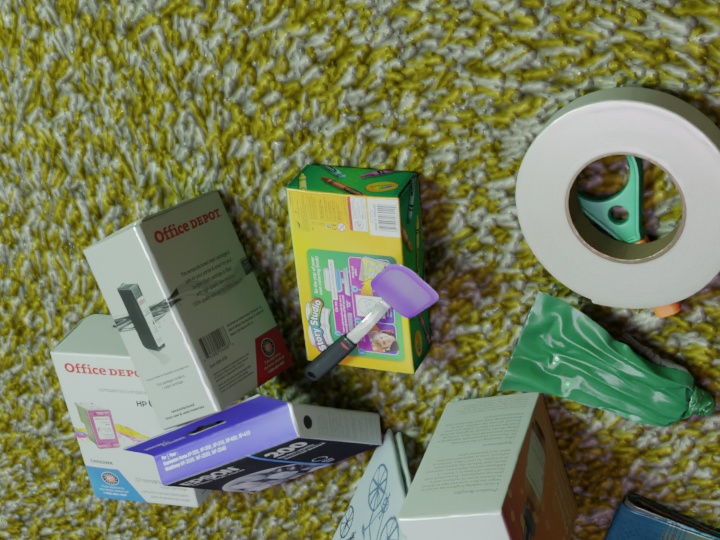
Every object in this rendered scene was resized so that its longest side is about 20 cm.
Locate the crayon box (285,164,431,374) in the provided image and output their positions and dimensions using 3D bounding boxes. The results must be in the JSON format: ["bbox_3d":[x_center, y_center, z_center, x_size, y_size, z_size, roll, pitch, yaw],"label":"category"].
[{"bbox_3d":[0.000,0.000,1.382,0.118,0.058,0.201,6,120,21],"label":"crayon box"}]

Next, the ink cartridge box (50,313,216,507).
[{"bbox_3d":[-0.247,0.157,1.568,0.144,0.085,0.201,1,117,24],"label":"ink cartridge box"}]

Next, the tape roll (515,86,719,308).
[{"bbox_3d":[0.236,-0.061,1.233,0.202,0.037,0.204,10,119,18],"label":"tape roll"}]

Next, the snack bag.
[{"bbox_3d":[0.008,0.294,1.455,0.021,0.189,0.201,19,112,-16],"label":"snack bag"}]

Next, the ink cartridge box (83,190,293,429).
[{"bbox_3d":[-0.171,0.037,1.405,0.084,0.144,0.201,-20,96,32],"label":"ink cartridge box"}]

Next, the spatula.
[{"bbox_3d":[0.001,0.056,1.365,0.056,0.021,0.200,42,128,-6],"label":"spatula"}]

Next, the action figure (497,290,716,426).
[{"bbox_3d":[0.244,0.098,1.334,0.199,0.055,0.118,21,123,3],"label":"action figure"}]

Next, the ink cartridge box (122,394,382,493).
[{"bbox_3d":[-0.111,0.186,1.468,0.198,0.200,0.044,-24,65,32],"label":"ink cartridge box"}]

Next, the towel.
[{"bbox_3d":[0.315,0.332,1.459,0.146,0.022,0.201,21,126,12],"label":"towel"}]

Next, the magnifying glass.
[{"bbox_3d":[0.240,-0.045,1.272,0.079,0.022,0.200,-21,109,31],"label":"magnifying glass"}]

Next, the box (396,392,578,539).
[{"bbox_3d":[0.131,0.239,1.372,0.106,0.200,0.153,-9,116,23],"label":"box"}]
